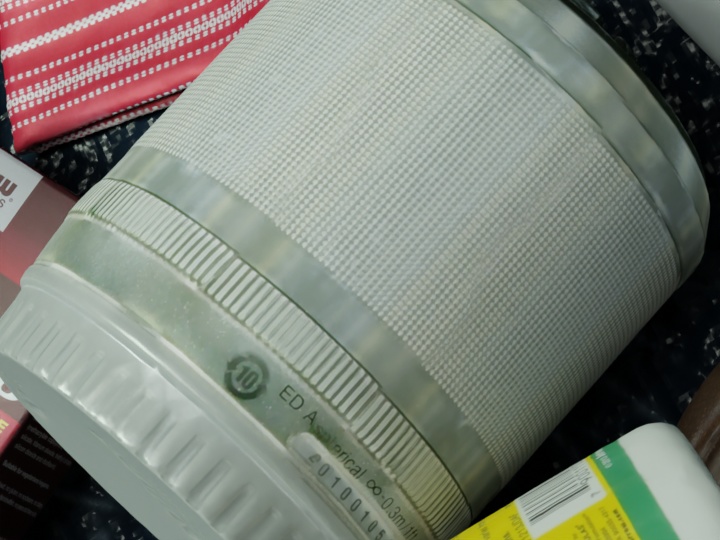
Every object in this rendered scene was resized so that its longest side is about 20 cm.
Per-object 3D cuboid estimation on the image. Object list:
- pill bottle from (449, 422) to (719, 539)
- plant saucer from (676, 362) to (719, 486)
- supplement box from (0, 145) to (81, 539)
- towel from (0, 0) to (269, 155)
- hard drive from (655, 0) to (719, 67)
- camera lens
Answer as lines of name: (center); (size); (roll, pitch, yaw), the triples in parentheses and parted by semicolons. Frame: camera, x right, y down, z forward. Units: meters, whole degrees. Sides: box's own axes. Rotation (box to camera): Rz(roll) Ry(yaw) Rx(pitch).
pill bottle: (0.031, 0.140, 0.755); (0.200, 0.113, 0.113); (-31, 67, 2)
plant saucer: (0.171, 0.097, 0.823); (0.200, 0.034, 0.201); (-5, 81, 32)
supplement box: (-0.165, 0.053, 0.988); (0.109, 0.061, 0.200); (31, 84, 22)
towel: (-0.095, -0.159, 1.029); (0.144, 0.022, 0.201); (-17, 76, 31)
hard drive: (0.116, -0.125, 0.838); (0.027, 0.132, 0.200); (-30, 62, -20)
camera lens: (0.000, 0.000, 0.836); (0.160, 0.160, 0.200); (35, 75, 31)
